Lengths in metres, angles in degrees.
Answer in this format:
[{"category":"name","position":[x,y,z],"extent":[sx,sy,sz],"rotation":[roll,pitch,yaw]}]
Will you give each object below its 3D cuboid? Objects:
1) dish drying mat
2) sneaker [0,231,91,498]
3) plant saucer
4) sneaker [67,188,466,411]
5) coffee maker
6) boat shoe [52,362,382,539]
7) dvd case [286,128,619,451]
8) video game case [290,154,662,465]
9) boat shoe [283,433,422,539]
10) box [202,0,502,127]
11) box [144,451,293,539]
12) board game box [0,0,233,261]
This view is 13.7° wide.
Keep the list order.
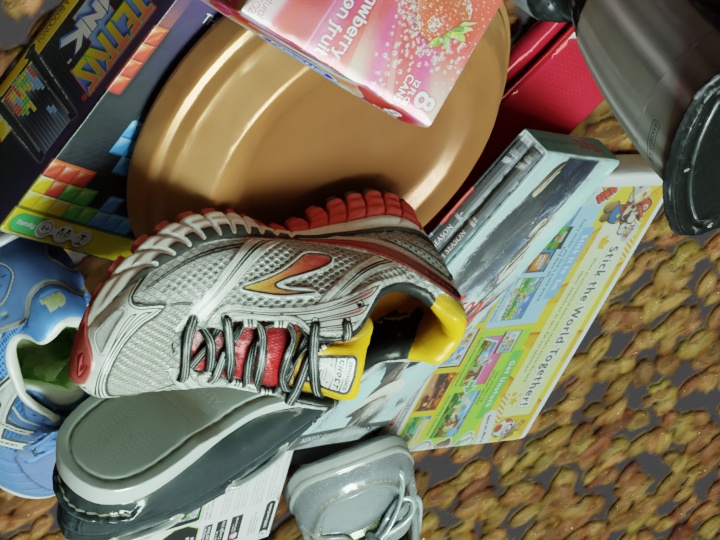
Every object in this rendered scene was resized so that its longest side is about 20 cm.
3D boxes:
[{"category":"dish drying mat","position":[0.080,-0.076,1.504],"extent":[0.200,0.018,0.077],"rotation":[-46,144,-3]},{"category":"sneaker","position":[-0.156,0.053,1.402],"extent":[0.075,0.077,0.201],"rotation":[-29,147,-18]},{"category":"plant saucer","position":[-0.011,-0.060,1.344],"extent":[0.199,0.037,0.201],"rotation":[-26,144,-21]},{"category":"sneaker","position":[-0.037,0.019,1.303],"extent":[0.199,0.082,0.078],"rotation":[-14,140,-33]},{"category":"coffee maker","position":[0.166,-0.133,1.377],"extent":[0.191,0.200,0.135],"rotation":[-4,136,-38]},{"category":"boat shoe","position":[-0.063,0.062,1.403],"extent":[0.199,0.076,0.061],"rotation":[-25,150,-29]},{"category":"dvd case","position":[0.043,0.010,1.513],"extent":[0.200,0.022,0.146],"rotation":[-48,166,13]},{"category":"video game case","position":[0.063,0.020,1.627],"extent":[0.181,0.023,0.201],"rotation":[-4,132,-42]},{"category":"boat shoe","position":[0.003,0.148,1.650],"extent":[0.074,0.065,0.202],"rotation":[-22,157,-10]},{"category":"box","position":[0.024,-0.172,1.213],"extent":[0.099,0.095,0.201],"rotation":[30,91,-25]},{"category":"box","position":[-0.080,0.074,1.540],"extent":[0.110,0.035,0.201],"rotation":[-15,140,-32]},{"category":"board game box","position":[-0.062,-0.076,1.358],"extent":[0.166,0.057,0.199],"rotation":[-50,146,19]}]
